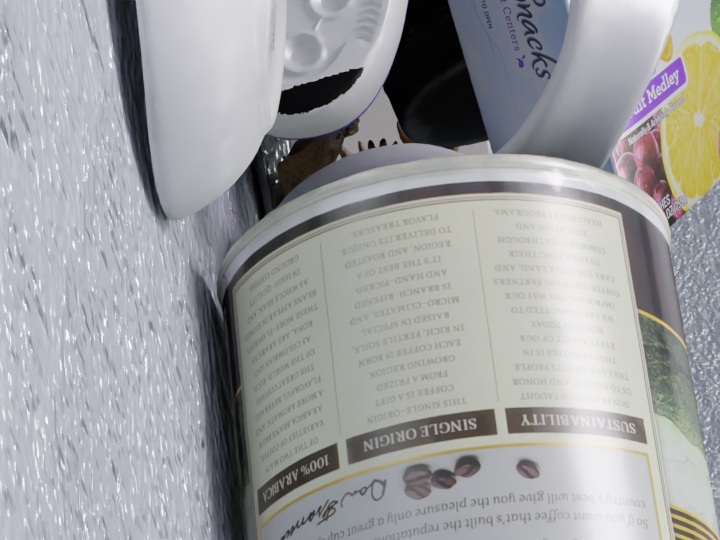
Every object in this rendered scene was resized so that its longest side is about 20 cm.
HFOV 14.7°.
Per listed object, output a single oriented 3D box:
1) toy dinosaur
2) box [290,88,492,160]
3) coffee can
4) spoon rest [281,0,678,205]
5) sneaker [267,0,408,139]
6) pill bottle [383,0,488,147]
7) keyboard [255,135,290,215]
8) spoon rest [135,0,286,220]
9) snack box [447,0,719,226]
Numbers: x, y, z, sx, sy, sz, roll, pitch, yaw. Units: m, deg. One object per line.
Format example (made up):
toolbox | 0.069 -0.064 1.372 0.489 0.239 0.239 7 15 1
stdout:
toy dinosaur | 0.000 0.000 1.113 0.106 0.060 0.200 -62 146 -32
box | 0.025 -0.017 1.272 0.200 0.095 0.078 69 14 -65
coffee can | 0.037 0.087 0.838 0.146 0.146 0.201 73 9 -64
spoon rest | 0.037 -0.029 0.910 0.200 0.099 0.061 -52 -153 45
sneaker | -0.015 -0.098 0.953 0.147 0.080 0.200 68 8 -56
pill bottle | 0.021 -0.154 1.083 0.112 0.112 0.200 71 -2 -69
keyboard | -0.023 0.022 1.090 0.056 0.011 0.201 -73 154 -81
spoon rest | -0.050 -0.114 0.789 0.099 0.060 0.201 -67 161 -80
snack box | 0.084 -0.121 0.984 0.142 0.053 0.201 -39 117 -49
